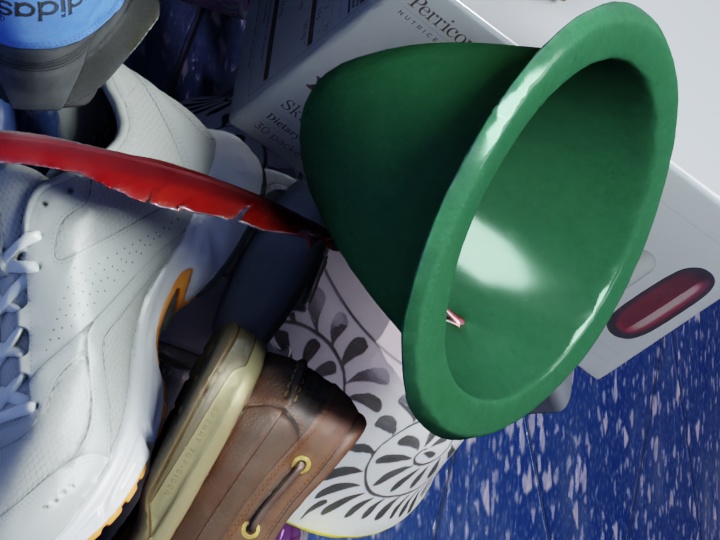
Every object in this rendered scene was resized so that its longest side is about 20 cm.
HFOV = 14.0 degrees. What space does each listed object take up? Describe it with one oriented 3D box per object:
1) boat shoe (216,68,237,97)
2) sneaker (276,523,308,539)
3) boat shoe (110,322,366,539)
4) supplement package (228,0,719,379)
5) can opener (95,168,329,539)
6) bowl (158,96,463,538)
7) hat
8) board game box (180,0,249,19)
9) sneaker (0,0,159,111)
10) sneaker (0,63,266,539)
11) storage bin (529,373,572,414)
[{"bbox_3d":[0.034,-0.063,1.324,0.067,0.199,0.074,-80,-176,-54],"label":"boat shoe"},{"bbox_3d":[-0.053,0.053,1.228,0.114,0.072,0.201,50,43,-63],"label":"sneaker"},{"bbox_3d":[-0.063,0.118,1.055,0.201,0.067,0.072,-63,-174,18],"label":"boat shoe"},{"bbox_3d":[0.065,-0.085,1.161,0.200,0.111,0.156,34,40,-25],"label":"supplement package"},{"bbox_3d":[-0.064,0.053,1.105,0.066,0.052,0.201,-25,137,-83],"label":"can opener"},{"bbox_3d":[0.000,0.000,1.199,0.200,0.094,0.201,30,46,-36],"label":"bowl"},{"bbox_3d":[-0.006,-0.050,1.047,0.166,0.176,0.200,-63,154,-3],"label":"hat"},{"bbox_3d":[-0.038,-0.240,1.192,0.200,0.043,0.199,77,36,-61],"label":"board game box"},{"bbox_3d":[-0.109,-0.144,1.014,0.111,0.076,0.200,93,-5,-50],"label":"sneaker"},{"bbox_3d":[-0.112,0.014,1.040,0.092,0.076,0.200,42,54,-31],"label":"sneaker"},{"bbox_3d":[0.037,-0.021,1.437,0.146,0.134,0.201,59,33,-63],"label":"storage bin"}]
